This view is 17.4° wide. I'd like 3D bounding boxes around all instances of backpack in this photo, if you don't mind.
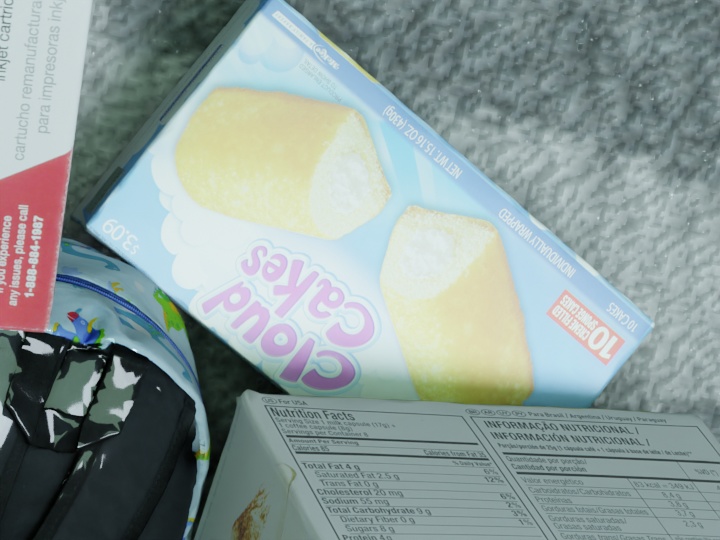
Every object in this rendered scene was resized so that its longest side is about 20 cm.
[{"bbox_3d":[-0.137,0.085,0.865,0.162,0.154,0.201,20,123,-14],"label":"backpack"}]

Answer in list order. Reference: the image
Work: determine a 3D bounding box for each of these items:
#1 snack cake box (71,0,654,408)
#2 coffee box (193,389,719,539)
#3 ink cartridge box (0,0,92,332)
[{"bbox_3d":[0.000,0.000,0.919,0.200,0.067,0.115,40,86,-12],"label":"snack cake box"},{"bbox_3d":[0.048,0.180,0.830,0.199,0.198,0.201,4,121,-27],"label":"coffee box"},{"bbox_3d":[-0.192,-0.067,0.763,0.198,0.084,0.145,6,124,-10],"label":"ink cartridge box"}]
